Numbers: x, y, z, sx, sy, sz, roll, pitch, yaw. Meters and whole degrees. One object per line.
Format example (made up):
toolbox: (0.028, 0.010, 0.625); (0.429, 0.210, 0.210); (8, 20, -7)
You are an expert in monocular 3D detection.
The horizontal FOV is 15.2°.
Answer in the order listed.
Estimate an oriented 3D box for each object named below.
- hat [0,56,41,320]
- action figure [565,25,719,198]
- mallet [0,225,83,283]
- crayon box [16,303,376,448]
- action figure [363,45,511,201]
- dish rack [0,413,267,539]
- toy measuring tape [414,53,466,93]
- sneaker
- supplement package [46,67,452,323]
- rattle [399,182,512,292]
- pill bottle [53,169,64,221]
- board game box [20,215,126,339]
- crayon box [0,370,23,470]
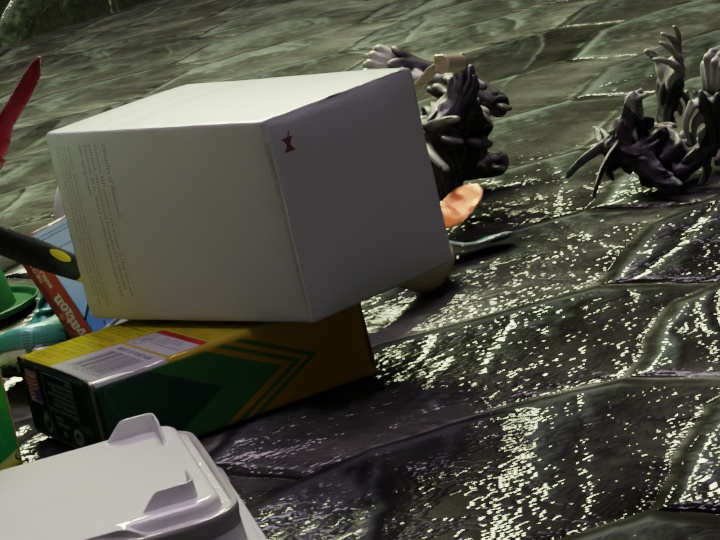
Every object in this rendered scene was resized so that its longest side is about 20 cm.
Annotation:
hat: (-0.326, -0.045, 1.947); (0.199, 0.177, 0.166); (-18, 12, -23)
action figure: (0.232, -0.114, 1.840); (0.199, 0.102, 0.119); (-16, 23, -22)
mallet: (-0.163, 0.010, 1.602); (0.041, 0.066, 0.200); (-23, -23, 36)
crayon box: (-0.080, 0.049, 1.538); (0.199, 0.051, 0.127); (-19, 13, -23)
action figure: (0.049, -0.097, 1.914); (0.102, 0.119, 0.200); (5, 5, 12)
dish rack: (-0.141, 0.119, 1.297); (0.171, 0.044, 0.200); (-14, 12, -9)
toy measuring tape: (0.015, -0.061, 1.807); (0.200, 0.074, 0.074); (-43, -7, 33)
sneaker: (-0.189, 0.019, 1.734); (0.077, 0.080, 0.200); (-10, 13, 17)
supplement package: (-0.065, -0.042, 1.533); (0.117, 0.118, 0.200); (-22, 15, -40)
rattle: (0.000, 0.000, 1.738); (0.130, 0.143, 0.200); (26, 10, 19)
pill bottle: (-0.165, -0.051, 1.957); (0.112, 0.113, 0.200); (-13, 11, 1)
board game box: (-0.141, -0.003, 1.733); (0.019, 0.103, 0.200); (-35, 0, 29)
crayon box: (-0.235, 0.053, 1.526); (0.058, 0.119, 0.200); (-15, 11, -8)
